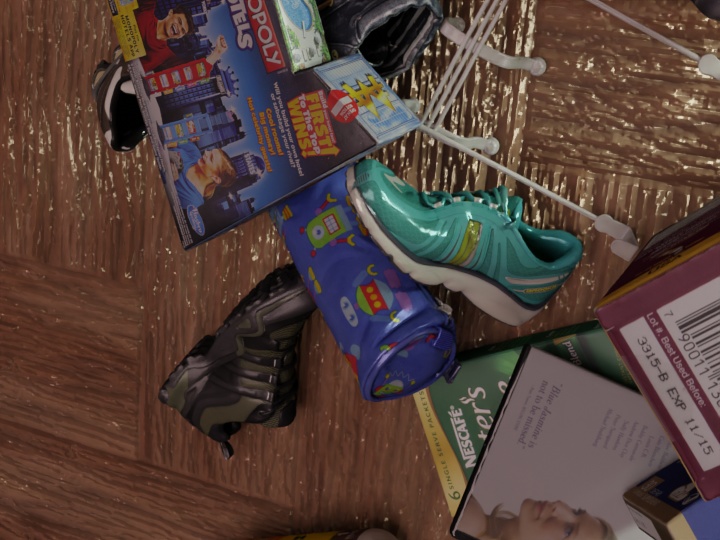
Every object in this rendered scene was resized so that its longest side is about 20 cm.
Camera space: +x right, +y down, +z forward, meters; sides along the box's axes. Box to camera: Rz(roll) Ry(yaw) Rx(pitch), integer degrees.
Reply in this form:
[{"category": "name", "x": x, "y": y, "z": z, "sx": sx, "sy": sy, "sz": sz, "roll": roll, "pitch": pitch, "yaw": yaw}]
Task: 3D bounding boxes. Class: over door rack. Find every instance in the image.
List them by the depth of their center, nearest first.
[{"category": "over door rack", "x": 0.143, "y": -0.122, "z": 0.791, "sx": 0.198, "sy": 0.067, "sz": 0.149, "roll": 31, "pitch": 116, "yaw": 2}]

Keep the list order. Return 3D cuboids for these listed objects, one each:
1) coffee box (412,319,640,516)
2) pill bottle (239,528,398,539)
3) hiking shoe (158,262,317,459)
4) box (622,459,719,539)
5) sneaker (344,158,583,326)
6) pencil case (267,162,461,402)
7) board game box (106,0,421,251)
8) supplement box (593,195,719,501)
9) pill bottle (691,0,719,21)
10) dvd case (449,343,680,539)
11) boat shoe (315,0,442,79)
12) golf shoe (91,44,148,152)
[{"category": "coffee box", "x": 0.142, "y": 0.110, "z": 0.855, "sx": 0.197, "sy": 0.044, "sz": 0.125, "roll": -14, "pitch": 97, "yaw": 27}, {"category": "pill bottle", "x": -0.060, "y": 0.279, "z": 0.956, "sx": 0.197, "sy": 0.109, "sz": 0.111, "roll": -12, "pitch": 98, "yaw": 26}, {"category": "hiking shoe", "x": -0.076, "y": 0.074, "z": 0.943, "sx": 0.101, "sy": 0.076, "sz": 0.200, "roll": 45, "pitch": 122, "yaw": -8}, {"category": "box", "x": 0.267, "y": 0.110, "z": 0.715, "sx": 0.198, "sy": 0.121, "sz": 0.033, "roll": -30, "pitch": 86, "yaw": -1}, {"category": "sneaker", "x": 0.073, "y": -0.034, "z": 0.794, "sx": 0.080, "sy": 0.198, "sz": 0.078, "roll": -44, "pitch": 39, "yaw": 31}, {"category": "pencil case", "x": 0.000, "y": 0.000, "z": 0.836, "sx": 0.086, "sy": 0.078, "sz": 0.201, "roll": -37, "pitch": 58, "yaw": 11}, {"category": "board game box", "x": -0.064, "y": -0.127, "z": 0.781, "sx": 0.197, "sy": 0.061, "sz": 0.203, "roll": -6, "pitch": 105, "yaw": 36}, {"category": "supplement box", "x": 0.235, "y": 0.030, "z": 0.704, "sx": 0.103, "sy": 0.200, "sz": 0.132, "roll": -32, "pitch": 89, "yaw": 28}, {"category": "pill bottle", "x": 0.221, "y": -0.230, "z": 0.699, "sx": 0.106, "sy": 0.106, "sz": 0.201, "roll": -42, "pitch": 83, "yaw": 27}, {"category": "dvd case", "x": 0.178, "y": 0.156, "z": 0.788, "sx": 0.197, "sy": 0.018, "sz": 0.145, "roll": 23, "pitch": 90, "yaw": 1}, {"category": "boat shoe", "x": -0.024, "y": -0.161, "z": 0.823, "sx": 0.200, "sy": 0.070, "sz": 0.092, "roll": -39, "pitch": 47, "yaw": 34}, {"category": "golf shoe", "x": -0.141, "y": -0.172, "z": 0.881, "sx": 0.077, "sy": 0.095, "sz": 0.200, "roll": 22, "pitch": 126, "yaw": -27}]
